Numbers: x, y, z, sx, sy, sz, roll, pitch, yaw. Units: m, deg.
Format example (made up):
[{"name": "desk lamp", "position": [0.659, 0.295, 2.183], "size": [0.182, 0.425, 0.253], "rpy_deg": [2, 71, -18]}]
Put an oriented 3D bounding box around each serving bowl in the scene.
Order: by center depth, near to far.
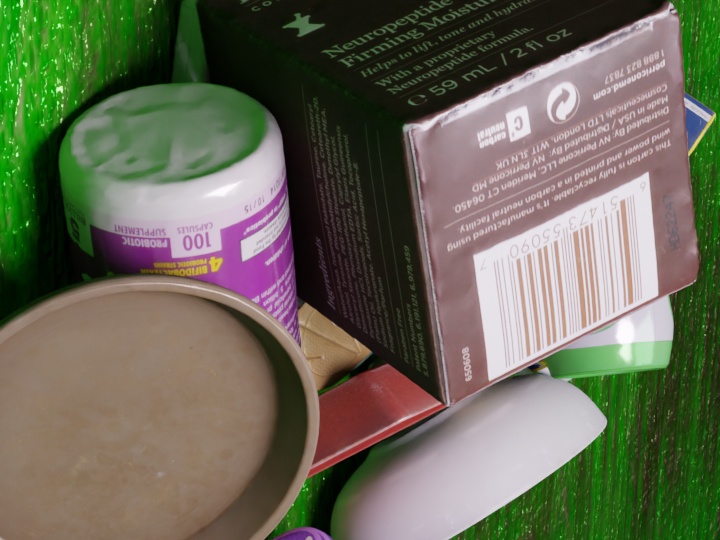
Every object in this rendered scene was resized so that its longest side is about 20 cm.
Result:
[{"name": "serving bowl", "position": [0.059, 0.122, 1.687], "size": [0.066, 0.200, 0.200], "rpy_deg": [58, 33, 0]}]

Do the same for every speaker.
[{"name": "speaker", "position": [0.144, -0.036, 1.603], "size": [0.088, 0.088, 0.200], "rpy_deg": [4, 80, -66]}]

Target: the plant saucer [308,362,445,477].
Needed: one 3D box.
[{"name": "plant saucer", "position": [-0.018, 0.092, 1.495], "size": [0.037, 0.200, 0.200], "rpy_deg": [63, 27, 5]}]

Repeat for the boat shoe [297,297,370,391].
[{"name": "boat shoe", "position": [0.000, 0.000, 1.476], "size": [0.200, 0.069, 0.071], "rpy_deg": [-34, 117, -41]}]

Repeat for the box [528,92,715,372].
[{"name": "box", "position": [0.144, -0.035, 1.681], "size": [0.200, 0.070, 0.064], "rpy_deg": [-56, -179, -6]}]

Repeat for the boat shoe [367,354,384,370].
[{"name": "boat shoe", "position": [0.052, 0.054, 1.623], "size": [0.065, 0.071, 0.200], "rpy_deg": [-61, -175, -24]}]

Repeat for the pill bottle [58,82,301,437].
[{"name": "pill bottle", "position": [-0.088, 0.015, 1.324], "size": [0.112, 0.112, 0.200], "rpy_deg": [-48, 143, -46]}]

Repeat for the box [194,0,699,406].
[{"name": "box", "position": [0.044, -0.066, 1.328], "size": [0.166, 0.200, 0.164], "rpy_deg": [-26, 126, -24]}]

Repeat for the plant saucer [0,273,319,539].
[{"name": "plant saucer", "position": [-0.119, 0.082, 1.271], "size": [0.200, 0.029, 0.200], "rpy_deg": [-10, 124, -14]}]

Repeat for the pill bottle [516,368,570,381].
[{"name": "pill bottle", "position": [0.122, -0.032, 1.768], "size": [0.112, 0.112, 0.200], "rpy_deg": [31, 76, -66]}]

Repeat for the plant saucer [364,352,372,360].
[{"name": "plant saucer", "position": [0.011, -0.021, 1.583], "size": [0.201, 0.039, 0.201], "rpy_deg": [13, 90, -74]}]

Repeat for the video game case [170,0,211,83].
[{"name": "video game case", "position": [-0.059, -0.063, 1.456], "size": [0.182, 0.024, 0.200], "rpy_deg": [-24, 125, -61]}]

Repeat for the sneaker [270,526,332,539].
[{"name": "sneaker", "position": [-0.066, 0.185, 1.533], "size": [0.200, 0.081, 0.083], "rpy_deg": [-22, 118, -61]}]
